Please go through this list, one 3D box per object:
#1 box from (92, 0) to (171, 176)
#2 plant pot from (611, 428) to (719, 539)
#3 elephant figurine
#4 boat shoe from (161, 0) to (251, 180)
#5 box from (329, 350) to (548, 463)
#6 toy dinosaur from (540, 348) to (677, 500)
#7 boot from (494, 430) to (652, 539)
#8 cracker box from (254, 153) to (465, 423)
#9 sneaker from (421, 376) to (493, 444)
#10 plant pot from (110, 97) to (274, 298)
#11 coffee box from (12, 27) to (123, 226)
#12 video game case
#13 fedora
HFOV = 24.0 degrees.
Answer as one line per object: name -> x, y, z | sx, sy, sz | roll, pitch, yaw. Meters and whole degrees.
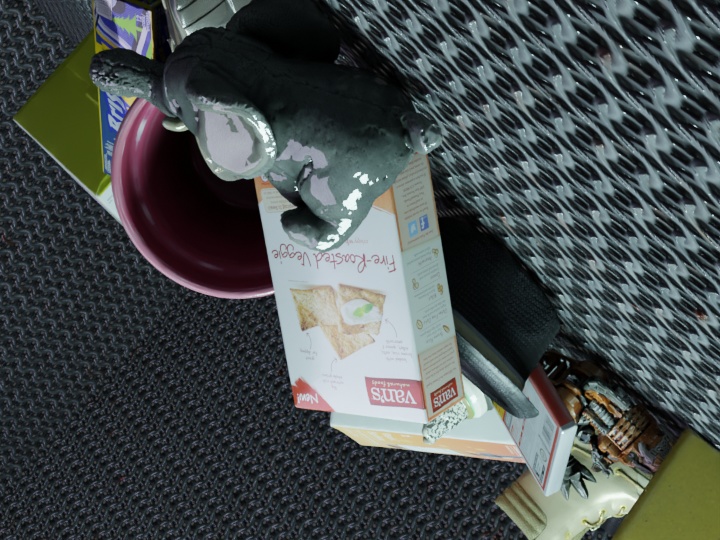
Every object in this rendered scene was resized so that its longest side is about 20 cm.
box -> -0.185, -0.169, 1.469 | 0.064, 0.070, 0.201 | 23, 136, 18
plant pot -> 0.294, 0.290, 1.414 | 0.194, 0.200, 0.196 | 40, 175, 29
elephant figurine -> -0.069, -0.112, 1.123 | 0.199, 0.155, 0.142 | 35, -159, -15
boat shoe -> -0.104, -0.161, 1.267 | 0.074, 0.074, 0.202 | -121, 20, -48
box -> 0.085, 0.122, 1.675 | 0.198, 0.108, 0.152 | 5, 168, 14
toy dinosaur -> 0.204, 0.120, 1.503 | 0.136, 0.101, 0.201 | 76, 168, -56
boot -> 0.249, 0.246, 1.709 | 0.200, 0.156, 0.073 | 41, 176, 18
cracker box -> -0.002, 0.009, 1.286 | 0.133, 0.057, 0.202 | 3, 110, 39
sneaker -> 0.027, 0.082, 1.564 | 0.200, 0.088, 0.077 | 40, 159, 25
plant pot -> -0.095, -0.094, 1.419 | 0.200, 0.200, 0.179 | 43, -168, -7
coffee box -> -0.226, -0.150, 1.897 | 0.199, 0.200, 0.198 | 39, 174, 40
video game case -> 0.128, 0.087, 1.498 | 0.201, 0.017, 0.143 | 60, 166, 26
fedora -> 0.092, 0.025, 1.379 | 0.200, 0.092, 0.201 | 43, 176, 3
